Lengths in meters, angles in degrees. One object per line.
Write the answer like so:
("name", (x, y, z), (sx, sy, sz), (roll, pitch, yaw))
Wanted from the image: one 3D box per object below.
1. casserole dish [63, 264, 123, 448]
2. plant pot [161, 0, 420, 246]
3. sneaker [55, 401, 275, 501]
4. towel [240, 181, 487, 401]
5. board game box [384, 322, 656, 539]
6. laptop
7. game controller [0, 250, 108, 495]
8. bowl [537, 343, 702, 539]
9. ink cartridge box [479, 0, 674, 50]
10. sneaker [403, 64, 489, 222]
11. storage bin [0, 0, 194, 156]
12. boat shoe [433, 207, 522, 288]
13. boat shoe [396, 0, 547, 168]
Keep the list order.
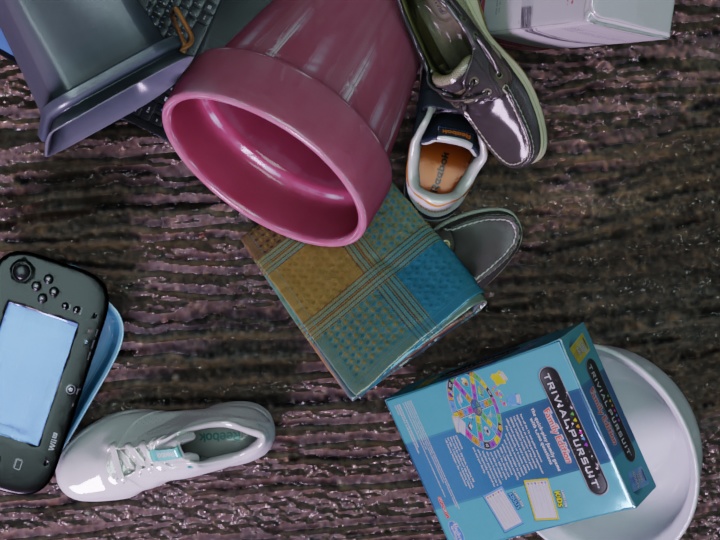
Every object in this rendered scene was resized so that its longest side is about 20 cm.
("casserole dish", (-0.290, 0.088, 1.261), (0.120, 0.039, 0.201), (30, 89, -3))
("plant pot", (-0.040, -0.150, 1.206), (0.199, 0.200, 0.180), (32, 68, -3))
("sneaker", (-0.173, 0.156, 1.244), (0.198, 0.088, 0.076), (-14, 92, -3))
("towel", (0.000, 0.000, 1.240), (0.146, 0.022, 0.200), (-36, 59, -4))
("board game box", (0.134, 0.147, 1.225), (0.199, 0.047, 0.152), (-23, 92, 39))
("laptop", (-0.192, -0.225, 1.233), (0.198, 0.103, 0.179), (26, 89, 5))
("game controller", (-0.289, 0.088, 1.222), (0.103, 0.042, 0.202), (18, 89, -3))
("bowl", (0.220, 0.148, 1.249), (0.199, 0.090, 0.203), (12, 112, 33))
("ink cartridge box", (0.173, -0.261, 1.165), (0.084, 0.200, 0.147), (7, 92, -24))
("sneaker", (0.086, -0.144, 1.267), (0.078, 0.079, 0.202), (9, 88, -3))
("storage bin", (-0.218, -0.190, 1.129), (0.145, 0.200, 0.135), (-31, 96, -13))
("boat shoe", (0.061, 0.006, 1.273), (0.200, 0.061, 0.072), (-30, 92, -3))
("boat shoe", (0.084, -0.167, 1.179), (0.065, 0.073, 0.201), (-40, 101, -46))
